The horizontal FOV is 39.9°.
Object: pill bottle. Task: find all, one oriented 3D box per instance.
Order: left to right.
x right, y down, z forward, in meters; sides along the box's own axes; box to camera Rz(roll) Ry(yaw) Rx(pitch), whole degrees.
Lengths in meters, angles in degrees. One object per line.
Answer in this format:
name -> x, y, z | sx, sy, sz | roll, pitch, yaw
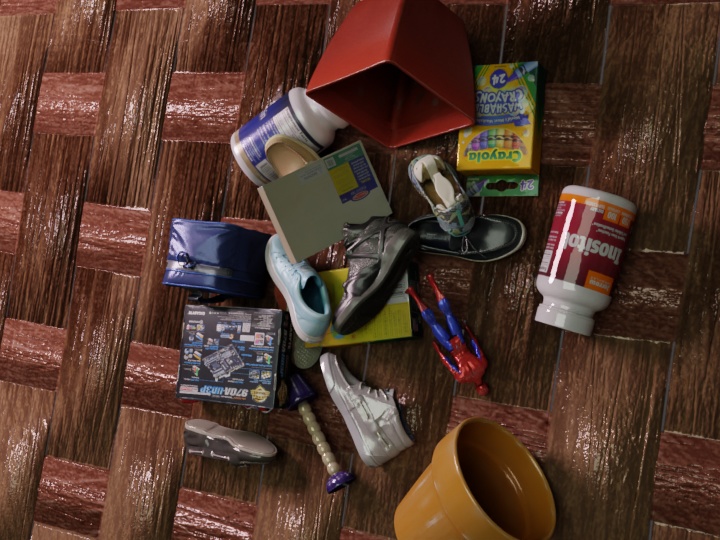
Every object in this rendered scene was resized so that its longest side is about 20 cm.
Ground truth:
pill bottle -> -0.114, -0.238, 1.692 | 0.199, 0.115, 0.117 | -33, 70, 18
pill bottle -> 0.322, -0.013, 1.443 | 0.112, 0.113, 0.203 | 16, 91, 27

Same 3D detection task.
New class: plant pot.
plant pot -> 0.061, -0.332, 1.560 | 0.198, 0.199, 0.179 | -10, 62, 47
plant pot -> 0.151, 0.348, 1.446 | 0.183, 0.199, 0.202 | -43, 66, 31

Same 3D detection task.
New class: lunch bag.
lunch bag -> -0.243, -0.010, 1.679 | 0.134, 0.200, 0.134 | 6, 88, 22

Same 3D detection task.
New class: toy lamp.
toy lamp -> -0.073, 0.265, 1.636 | 0.058, 0.058, 0.202 | -34, 72, 18

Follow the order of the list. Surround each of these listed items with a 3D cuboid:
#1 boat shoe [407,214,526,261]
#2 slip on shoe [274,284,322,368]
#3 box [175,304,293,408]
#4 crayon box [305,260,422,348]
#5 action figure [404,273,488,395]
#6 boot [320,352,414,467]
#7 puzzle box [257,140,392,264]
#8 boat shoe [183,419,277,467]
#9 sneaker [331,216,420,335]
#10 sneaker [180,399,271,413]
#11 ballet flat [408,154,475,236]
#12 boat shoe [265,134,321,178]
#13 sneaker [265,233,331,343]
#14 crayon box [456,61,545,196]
boat shoe -> 0.162, -0.055, 1.558 | 0.197, 0.062, 0.076 | 3, 82, 26
slip on shoe -> -0.108, 0.066, 1.682 | 0.061, 0.073, 0.203 | -22, 77, 58
box -> -0.210, 0.142, 1.650 | 0.197, 0.046, 0.161 | 1, 82, 26
crayon box -> 0.001, 0.057, 1.629 | 0.197, 0.051, 0.129 | -7, 79, 25
action figure -> 0.143, 0.105, 1.542 | 0.065, 0.052, 0.202 | -29, 82, -5
boot -> 0.015, 0.208, 1.598 | 0.095, 0.073, 0.202 | -30, 79, 14
puzzle box -> -0.054, -0.111, 1.597 | 0.025, 0.199, 0.134 | -13, 103, 62
boat shoe -> -0.223, 0.307, 1.705 | 0.198, 0.067, 0.058 | 12, 104, 32
sneaker -> 0.000, 0.000, 1.570 | 0.114, 0.076, 0.201 | 35, 97, 30
sneaker -> -0.222, 0.212, 1.709 | 0.199, 0.071, 0.114 | -30, 68, 18
ballet flat -> 0.123, -0.138, 1.548 | 0.074, 0.074, 0.201 | -45, 44, 14
boat shoe -> -0.083, -0.140, 1.636 | 0.200, 0.067, 0.074 | 44, 114, -12
sneaker -> -0.090, 0.012, 1.595 | 0.202, 0.073, 0.082 | 63, 143, 23
crayon box -> 0.220, -0.220, 1.557 | 0.124, 0.051, 0.203 | 1, 84, 27
